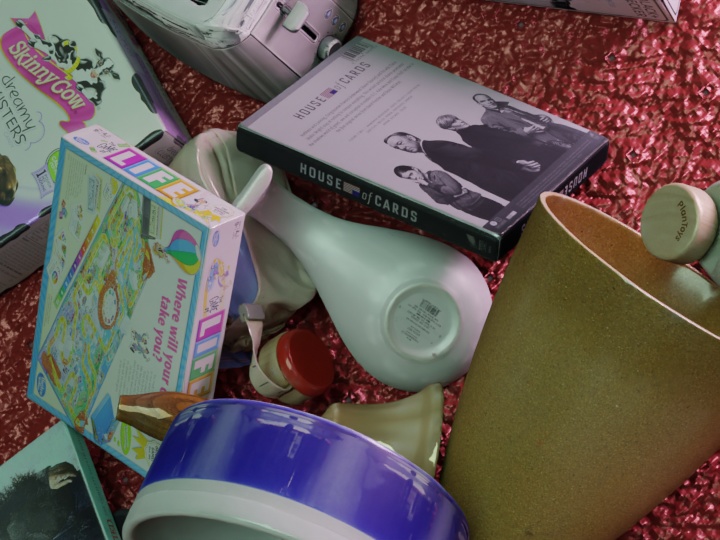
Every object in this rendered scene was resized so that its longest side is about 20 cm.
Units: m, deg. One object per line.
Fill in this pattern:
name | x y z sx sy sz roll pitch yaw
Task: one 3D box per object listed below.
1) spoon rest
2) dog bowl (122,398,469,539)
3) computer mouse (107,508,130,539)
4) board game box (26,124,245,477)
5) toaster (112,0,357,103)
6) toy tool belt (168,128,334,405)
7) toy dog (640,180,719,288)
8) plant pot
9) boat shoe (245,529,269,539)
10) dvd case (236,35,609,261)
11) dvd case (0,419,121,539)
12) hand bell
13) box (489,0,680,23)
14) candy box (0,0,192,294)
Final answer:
spoon rest | 0.000 0.000 1.610 0.200 0.061 0.100 38 92 -17
dog bowl | -0.038 0.161 1.491 0.199 0.200 0.079 11 61 21
computer mouse | -0.132 0.253 1.621 0.138 0.053 0.201 -31 60 24
board game box | -0.148 0.025 1.597 0.134 0.034 0.201 31 125 29
toaster | -0.105 -0.205 1.699 0.199 0.129 0.114 32 87 24
toy tool belt | -0.093 0.013 1.657 0.123 0.124 0.201 -32 67 36
toy dog | 0.268 -0.009 1.505 0.200 0.132 0.097 37 113 25
plant pot | 0.135 0.085 1.527 0.186 0.186 0.201 39 104 24
boat shoe | -0.071 0.178 1.620 0.071 0.065 0.201 -25 69 11
dvd case | 0.041 -0.083 1.620 0.199 0.150 0.025 24 129 24
dvd case | -0.244 0.213 1.664 0.200 0.022 0.147 -37 58 20
hand bell | -0.055 0.105 1.558 0.199 0.104 0.105 10 78 -5
box | 0.123 -0.238 1.666 0.199 0.060 0.117 8 78 21
candy box | -0.238 -0.100 1.748 0.199 0.072 0.168 -34 68 8
